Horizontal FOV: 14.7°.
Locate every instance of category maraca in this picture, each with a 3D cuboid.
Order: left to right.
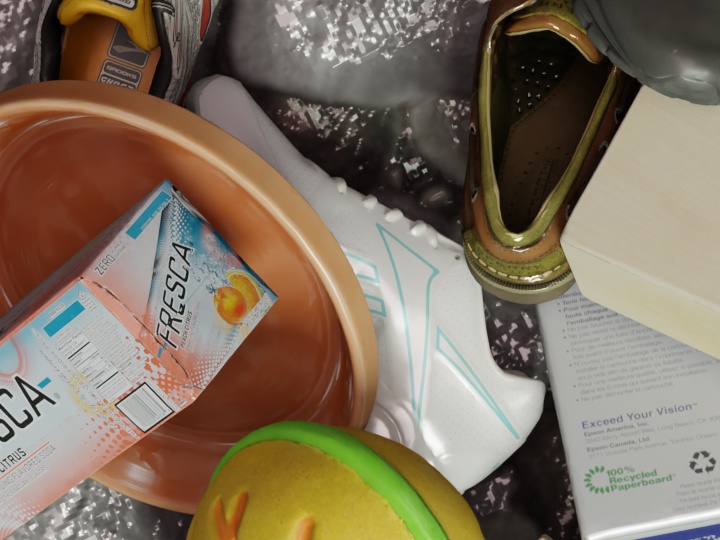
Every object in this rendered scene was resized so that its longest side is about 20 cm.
[{"bbox_3d":[-0.018,0.131,1.062,0.107,0.200,0.138,-24,77,-36],"label":"maraca"}]

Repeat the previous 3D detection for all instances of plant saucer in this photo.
[{"bbox_3d":[-0.083,0.010,1.093,0.199,0.032,0.201,16,132,19],"label":"plant saucer"}]

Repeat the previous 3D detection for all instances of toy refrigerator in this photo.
[{"bbox_3d":[0.182,0.008,1.047,0.199,0.070,0.076,25,77,21],"label":"toy refrigerator"}]

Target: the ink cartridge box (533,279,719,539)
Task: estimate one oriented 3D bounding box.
[{"bbox_3d":[0.168,0.010,1.116,0.198,0.041,0.201,-10,59,3],"label":"ink cartridge box"}]

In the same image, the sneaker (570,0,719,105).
[{"bbox_3d":[0.127,-0.155,1.070,0.075,0.091,0.201,12,56,-15],"label":"sneaker"}]

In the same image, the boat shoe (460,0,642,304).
[{"bbox_3d":[0.083,-0.090,1.104,0.071,0.068,0.201,5,72,7],"label":"boat shoe"}]

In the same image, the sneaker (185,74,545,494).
[{"bbox_3d":[0.000,0.000,1.134,0.080,0.070,0.201,-34,96,-3],"label":"sneaker"}]

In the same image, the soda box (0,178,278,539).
[{"bbox_3d":[-0.120,0.046,1.074,0.064,0.068,0.200,47,135,-8],"label":"soda box"}]

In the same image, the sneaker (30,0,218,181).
[{"bbox_3d":[-0.085,-0.120,1.127,0.077,0.082,0.201,11,90,3],"label":"sneaker"}]

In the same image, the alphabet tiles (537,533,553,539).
[{"bbox_3d":[0.051,0.204,1.116,0.167,0.008,0.200,41,115,3],"label":"alphabet tiles"}]
